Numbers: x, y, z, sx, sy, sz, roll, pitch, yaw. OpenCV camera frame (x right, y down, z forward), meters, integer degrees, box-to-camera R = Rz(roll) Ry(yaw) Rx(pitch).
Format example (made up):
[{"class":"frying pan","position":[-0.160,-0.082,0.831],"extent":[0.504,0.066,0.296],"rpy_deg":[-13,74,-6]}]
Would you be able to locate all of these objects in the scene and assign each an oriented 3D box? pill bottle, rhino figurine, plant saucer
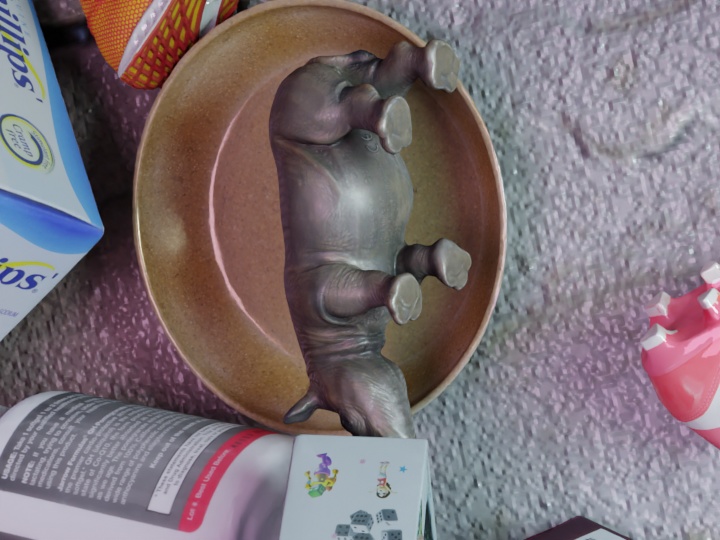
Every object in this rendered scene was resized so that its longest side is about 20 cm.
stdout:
[{"class":"pill bottle","position":[-0.117,0.117,1.234],"extent":[0.199,0.111,0.111],"rpy_deg":[9,101,30]},{"class":"rhino figurine","position":[0.000,0.000,1.137],"extent":[0.087,0.060,0.201],"rpy_deg":[6,101,44]},{"class":"plant saucer","position":[-0.014,-0.025,1.199],"extent":[0.200,0.035,0.201],"rpy_deg":[4,99,30]}]

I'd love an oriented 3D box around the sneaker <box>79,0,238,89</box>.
[{"class":"sneaker","position":[-0.066,-0.172,1.194],"extent":[0.200,0.073,0.077],"rpy_deg":[-46,62,24]}]

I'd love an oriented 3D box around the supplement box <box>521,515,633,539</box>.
[{"class":"supplement box","position":[0.143,0.196,1.100],"extent":[0.200,0.086,0.111],"rpy_deg":[22,107,28]}]

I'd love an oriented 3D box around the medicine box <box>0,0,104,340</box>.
[{"class":"medicine box","position":[-0.237,-0.040,1.257],"extent":[0.200,0.103,0.183],"rpy_deg":[-43,49,28]}]

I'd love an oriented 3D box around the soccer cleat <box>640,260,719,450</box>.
[{"class":"soccer cleat","position":[0.205,0.006,1.063],"extent":[0.200,0.067,0.077],"rpy_deg":[-32,110,25]}]

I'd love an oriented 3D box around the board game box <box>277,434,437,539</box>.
[{"class":"board game box","position":[-0.004,0.192,1.097],"extent":[0.064,0.200,0.148],"rpy_deg":[1,140,9]}]
